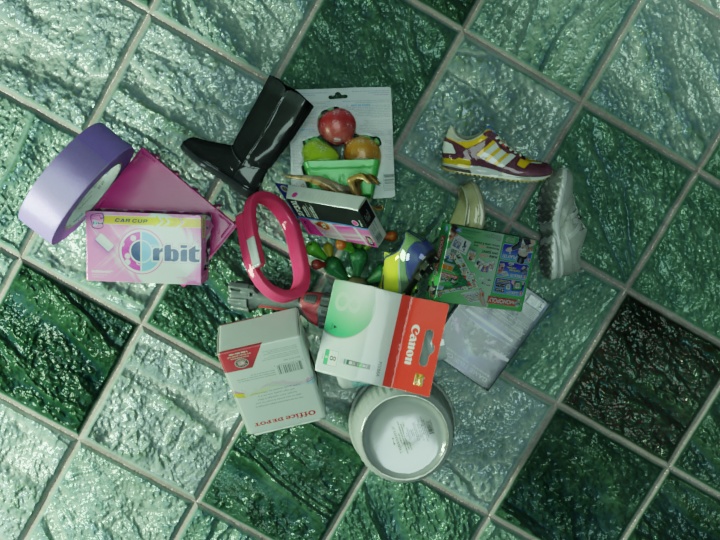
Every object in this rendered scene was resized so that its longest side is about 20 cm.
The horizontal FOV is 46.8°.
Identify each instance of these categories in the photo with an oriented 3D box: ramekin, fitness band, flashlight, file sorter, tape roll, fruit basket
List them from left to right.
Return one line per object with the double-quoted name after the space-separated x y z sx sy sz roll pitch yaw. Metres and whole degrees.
-0.449 -0.138 1.320 0.066 0.200 0.200 40 94 -8 "tape roll"
-0.329 -0.095 1.450 0.200 0.125 0.139 40 96 -4 "file sorter"
-0.149 -0.041 1.434 0.037 0.144 0.200 -24 68 29 "fitness band"
-0.135 0.061 1.490 0.200 0.068 0.068 7 95 13 "flashlight"
-0.034 -0.223 1.473 0.185 0.094 0.201 -3 81 -1 "fruit basket"
0.077 0.288 1.511 0.200 0.105 0.201 0 96 -1 "ramekin"

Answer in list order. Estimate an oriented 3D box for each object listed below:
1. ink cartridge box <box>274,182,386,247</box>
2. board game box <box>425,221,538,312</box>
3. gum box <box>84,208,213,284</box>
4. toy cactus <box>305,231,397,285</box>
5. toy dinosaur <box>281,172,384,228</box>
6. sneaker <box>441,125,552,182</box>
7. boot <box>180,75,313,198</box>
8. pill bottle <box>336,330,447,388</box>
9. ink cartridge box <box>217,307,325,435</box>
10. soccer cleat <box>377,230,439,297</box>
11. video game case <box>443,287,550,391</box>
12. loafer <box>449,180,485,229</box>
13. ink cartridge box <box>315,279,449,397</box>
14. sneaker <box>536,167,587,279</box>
-0.058 -0.096 1.404 0.200 0.095 0.037 15 60 36 "ink cartridge box"
0.214 -0.004 1.454 0.200 0.029 0.135 8 98 -32 "board game box"
-0.341 -0.040 1.360 0.199 0.066 0.114 2 99 1 "gum box"
0.000 0.000 1.492 0.199 0.102 0.165 3 106 -10 "toy cactus"
-0.025 -0.126 1.400 0.200 0.060 0.106 39 109 -17 "toy dinosaur"
0.245 -0.208 1.472 0.199 0.075 0.090 6 102 -2 "sneaker"
-0.198 -0.251 1.444 0.165 0.066 0.200 34 105 4 "boot"
0.051 0.142 1.488 0.200 0.111 0.111 -11 97 2 "pill bottle"
-0.155 0.180 1.466 0.145 0.083 0.200 -13 125 0 "ink cartridge box"
0.062 0.011 1.437 0.084 0.065 0.200 48 132 16 "soccer cleat"
0.235 0.102 1.536 0.143 0.019 0.200 35 96 -4 "video game case"
0.178 -0.061 1.487 0.068 0.076 0.201 3 97 -8 "loafer"
0.033 0.112 1.384 0.200 0.050 0.161 11 86 29 "ink cartridge box"
0.369 -0.086 1.500 0.082 0.075 0.200 -3 103 -15 "sneaker"
